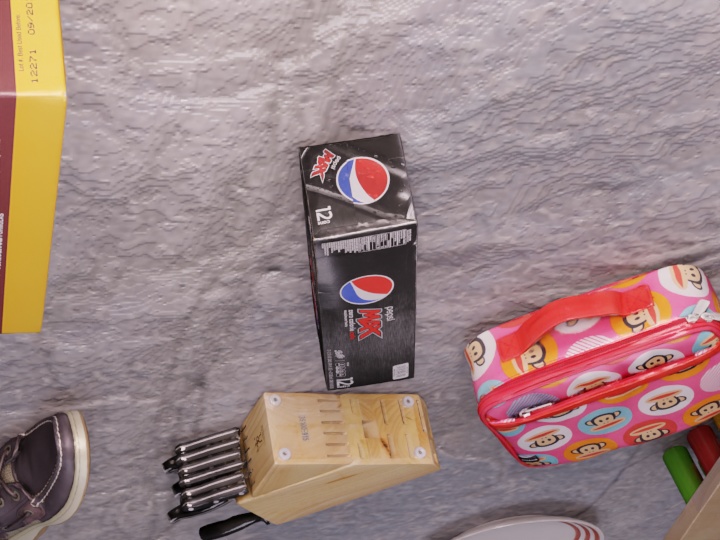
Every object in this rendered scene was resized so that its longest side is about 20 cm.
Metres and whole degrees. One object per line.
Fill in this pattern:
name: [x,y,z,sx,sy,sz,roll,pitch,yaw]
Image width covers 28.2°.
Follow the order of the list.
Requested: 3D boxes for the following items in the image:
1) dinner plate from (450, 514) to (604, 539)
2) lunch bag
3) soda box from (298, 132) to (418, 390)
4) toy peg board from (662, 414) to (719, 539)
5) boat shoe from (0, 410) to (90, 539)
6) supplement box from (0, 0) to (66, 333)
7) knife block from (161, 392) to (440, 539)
dinner plate: [0.156,0.294,1.512,0.200,0.024,0.200,-9,149,-5]
lunch bag: [0.185,0.069,1.092,0.200,0.082,0.176,-22,145,14]
soda box: [0.000,0.000,0.912,0.063,0.071,0.200,-8,149,-4]
toy peg board: [0.390,0.164,1.326,0.200,0.098,0.199,2,132,-23]
boat shoe: [-0.264,0.166,1.108,0.065,0.072,0.200,2,153,-31]
supplement box: [-0.244,-0.071,0.648,0.200,0.133,0.197,-1,149,-17]
knife block: [-0.057,0.168,1.186,0.200,0.064,0.176,2,148,-23]
